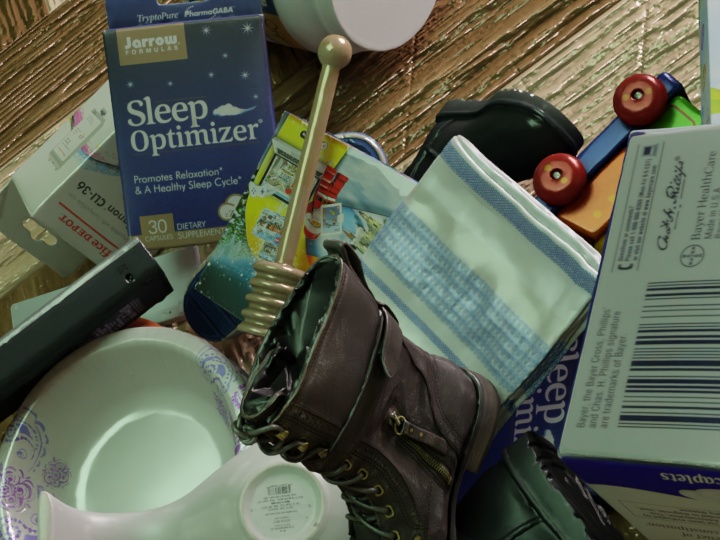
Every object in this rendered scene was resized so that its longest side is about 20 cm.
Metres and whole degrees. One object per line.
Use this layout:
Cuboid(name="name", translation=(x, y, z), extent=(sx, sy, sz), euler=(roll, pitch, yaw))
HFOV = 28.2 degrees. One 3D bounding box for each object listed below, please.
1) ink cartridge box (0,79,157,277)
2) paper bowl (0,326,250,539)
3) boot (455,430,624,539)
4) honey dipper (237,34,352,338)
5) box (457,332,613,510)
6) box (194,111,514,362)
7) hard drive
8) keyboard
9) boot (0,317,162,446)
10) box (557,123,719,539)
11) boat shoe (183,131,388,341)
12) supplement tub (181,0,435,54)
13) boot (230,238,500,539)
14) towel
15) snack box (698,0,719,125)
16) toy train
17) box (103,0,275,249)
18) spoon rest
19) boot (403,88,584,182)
Cuboid(name="ink cartridge box", translation=(-0.198, -0.071, 1.170), extent=(0.200, 0.116, 0.068), euler=(-44, 43, 5))
Cuboid(name="paper bowl", translation=(-0.138, 0.147, 0.965), extent=(0.200, 0.104, 0.201), euler=(-11, 63, 21))
Cuboid(name="boot", translation=(0.085, 0.212, 0.790), extent=(0.168, 0.076, 0.200), euler=(-44, 55, 15))
Cuboid(name="honey dipper", translation=(-0.037, -0.054, 0.912), extent=(0.038, 0.038, 0.201), euler=(11, 85, 41))
Cuboid(name="box", translation=(0.124, 0.090, 0.875), extent=(0.200, 0.032, 0.121), euler=(-11, 55, 30))
Cuboid(name="box", translation=(0.000, 0.000, 0.925), extent=(0.200, 0.038, 0.137), euler=(32, 98, 30))
Cuboid(name="hard drive", translation=(-0.223, 0.057, 1.008), extent=(0.200, 0.140, 0.033), euler=(-38, 87, -8))
Cuboid(name="keyboard", translation=(-0.209, 0.031, 1.170), extent=(0.200, 0.011, 0.056), euler=(-17, 71, 27))
Cuboid(name="boot", translation=(-0.197, 0.123, 1.067), extent=(0.107, 0.075, 0.200), euler=(16, 70, 37))
Cuboid(name="box", translation=(0.201, 0.053, 0.721), extent=(0.105, 0.200, 0.184), euler=(-2, 59, 37))
Cuboid(name="boat shoe", translation=(-0.048, -0.030, 1.035), extent=(0.200, 0.072, 0.072), euler=(-41, 82, 25))
Cuboid(name="supplement tub", translation=(-0.046, -0.254, 1.162), extent=(0.200, 0.145, 0.145), euler=(21, 74, 44))
Cuboid(name="boot", translation=(-0.009, 0.103, 0.746), extent=(0.069, 0.174, 0.200), euler=(6, 71, 38))
Cuboid(name="towel", translation=(0.046, 0.034, 0.857), extent=(0.147, 0.024, 0.200), euler=(46, 105, 28))
Cuboid(name="snack box", translation=(0.285, -0.122, 0.837), extent=(0.168, 0.068, 0.200), euler=(0, 60, 10))
Cuboid(name="toy train", translation=(0.158, -0.018, 0.898), extent=(0.200, 0.085, 0.116), euler=(-45, 58, 3))
Cuboid(name="box", translation=(-0.126, -0.120, 1.083), extent=(0.121, 0.201, 0.032), euler=(-6, 7, -1))
Cuboid(name="spoon rest", translation=(-0.088, 0.148, 0.856), extent=(0.199, 0.061, 0.100), euler=(-4, 70, 4))
Cuboid(name="boot", translation=(0.049, -0.023, 0.965), extent=(0.200, 0.066, 0.165), euler=(-53, 18, -11))
